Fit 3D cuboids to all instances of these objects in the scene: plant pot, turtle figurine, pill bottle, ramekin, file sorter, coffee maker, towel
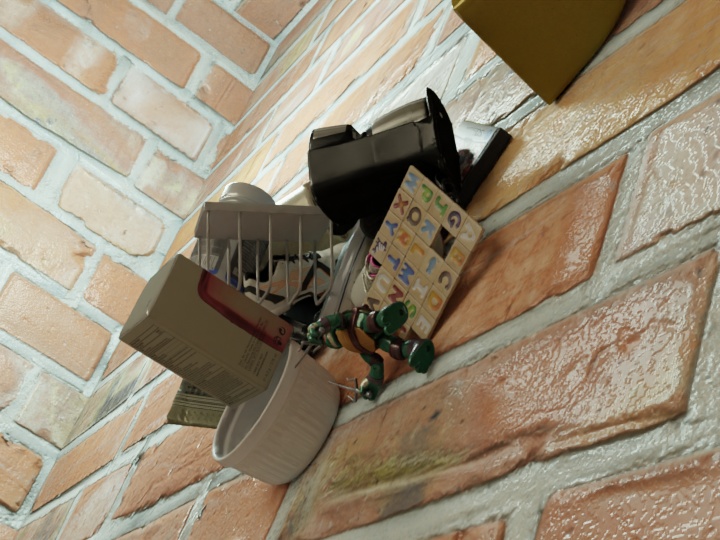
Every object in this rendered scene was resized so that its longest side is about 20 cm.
[{"bbox_3d":[0.257,-0.389,1.600,0.200,0.194,0.196,-42,20,23],"label":"plant pot"},{"bbox_3d":[-0.003,0.092,1.505,0.199,0.149,0.102,-13,50,49],"label":"turtle figurine"},{"bbox_3d":[-0.116,-0.050,2.061,0.183,0.200,0.201,-38,22,20],"label":"plant pot"},{"bbox_3d":[-0.211,-0.037,1.926,0.114,0.113,0.202,-33,32,54],"label":"pill bottle"},{"bbox_3d":[-0.114,0.206,1.678,0.201,0.104,0.201,-50,18,22],"label":"ramekin"},{"bbox_3d":[-0.143,-0.019,1.764,0.139,0.197,0.127,133,137,-70],"label":"file sorter"},{"bbox_3d":[0.031,-0.140,1.648,0.197,0.135,0.194,-17,37,18],"label":"coffee maker"},{"bbox_3d":[-0.187,0.178,1.854,0.035,0.197,0.194,83,-162,-47],"label":"towel"}]

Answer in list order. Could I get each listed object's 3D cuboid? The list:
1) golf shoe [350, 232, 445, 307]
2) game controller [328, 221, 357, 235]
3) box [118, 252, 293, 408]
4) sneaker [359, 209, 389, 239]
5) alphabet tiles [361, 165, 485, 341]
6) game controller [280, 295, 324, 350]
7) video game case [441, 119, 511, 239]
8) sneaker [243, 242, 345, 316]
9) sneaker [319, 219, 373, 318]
[{"bbox_3d":[0.032,-0.005,1.655,0.200,0.091,0.076,-42,58,44],"label":"golf shoe"},{"bbox_3d":[0.016,-0.133,1.877,0.200,0.042,0.105,-39,-23,-41],"label":"game controller"},{"bbox_3d":[-0.215,0.087,1.650,0.128,0.199,0.110,-30,30,55],"label":"box"},{"bbox_3d":[0.060,-0.125,1.799,0.201,0.075,0.115,-54,6,-12],"label":"sneaker"},{"bbox_3d":[0.068,-0.010,1.534,0.167,0.007,0.202,45,117,43],"label":"alphabet tiles"},{"bbox_3d":[-0.125,0.068,1.914,0.198,0.043,0.104,19,44,37],"label":"game controller"},{"bbox_3d":[0.131,-0.129,1.741,0.201,0.025,0.181,-56,16,2],"label":"video game case"},{"bbox_3d":[-0.096,0.002,1.871,0.198,0.081,0.074,-30,25,-17],"label":"sneaker"},{"bbox_3d":[0.000,0.000,1.789,0.073,0.070,0.202,136,155,-71],"label":"sneaker"}]
